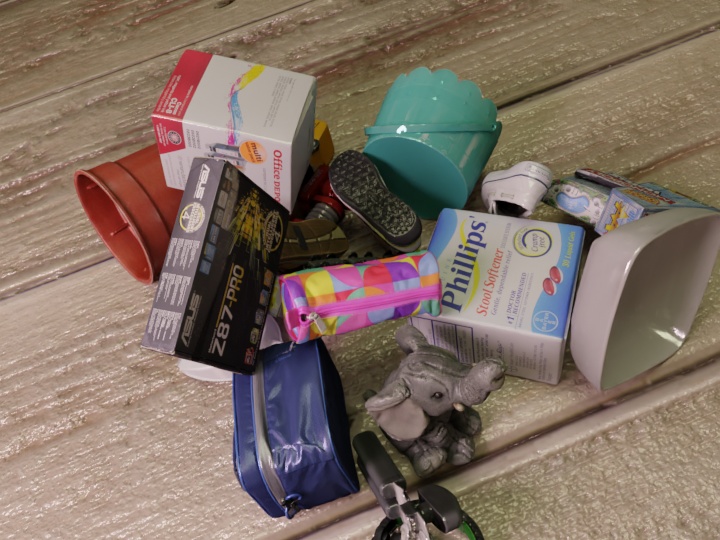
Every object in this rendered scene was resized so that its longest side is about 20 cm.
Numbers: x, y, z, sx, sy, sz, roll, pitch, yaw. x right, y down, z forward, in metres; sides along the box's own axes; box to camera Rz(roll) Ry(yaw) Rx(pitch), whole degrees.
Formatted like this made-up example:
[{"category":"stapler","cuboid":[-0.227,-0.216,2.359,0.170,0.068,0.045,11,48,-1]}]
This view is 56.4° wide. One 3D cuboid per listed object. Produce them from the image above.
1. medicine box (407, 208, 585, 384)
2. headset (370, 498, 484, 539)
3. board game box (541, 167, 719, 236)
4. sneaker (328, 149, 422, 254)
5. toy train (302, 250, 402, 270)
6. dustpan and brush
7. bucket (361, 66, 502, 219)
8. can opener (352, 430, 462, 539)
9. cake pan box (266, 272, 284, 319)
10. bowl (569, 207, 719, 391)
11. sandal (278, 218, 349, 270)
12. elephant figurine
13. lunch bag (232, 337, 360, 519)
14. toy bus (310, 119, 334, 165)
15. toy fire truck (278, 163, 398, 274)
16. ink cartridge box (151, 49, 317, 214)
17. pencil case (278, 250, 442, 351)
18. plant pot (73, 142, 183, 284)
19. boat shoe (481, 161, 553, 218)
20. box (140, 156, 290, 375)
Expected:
[{"category":"medicine box","cuboid":[0.181,0.028,0.890,0.196,0.104,0.184,10,54,19]},{"category":"headset","cuboid":[0.049,0.335,0.707,0.122,0.095,0.199,27,46,35]},{"category":"board game box","cuboid":[0.353,-0.086,0.903,0.199,0.063,0.198,32,27,32]},{"category":"sneaker","cuboid":[0.022,-0.089,0.981,0.071,0.083,0.201,-36,62,-3]},{"category":"toy train","cuboid":[0.000,0.000,0.938,0.197,0.047,0.034,-4,26,-40]},{"category":"dustpan and brush","cuboid":[-0.142,0.102,0.948,0.196,0.058,0.141,1,52,23]},{"category":"bucket","cuboid":[0.102,-0.188,1.029,0.204,0.209,0.136,13,59,22]},{"category":"can opener","cuboid":[0.045,0.240,0.735,0.065,0.054,0.200,-18,20,-18]},{"category":"cake pan box","cuboid":[-0.126,0.025,0.918,0.182,0.199,0.053,22,89,28]},{"category":"bowl","cuboid":[0.322,0.022,0.783,0.197,0.203,0.074,-17,35,-33]},{"category":"sandal","cuboid":[-0.106,-0.034,0.916,0.197,0.054,0.081,0,57,-37]},{"category":"elephant figurine","cuboid":[0.075,0.131,0.766,0.152,0.202,0.143,-17,49,-2]},{"category":"lunch bag","cuboid":[-0.085,0.191,0.796,0.130,0.137,0.202,-16,48,5]},{"category":"toy bus","cuboid":[-0.118,-0.172,1.150,0.077,0.066,0.201,19,58,27]},{"category":"toy fire truck","cuboid":[-0.048,-0.065,1.025,0.197,0.130,0.177,12,54,34]},{"category":"ink cartridge box","cuboid":[-0.172,-0.198,0.968,0.196,0.146,0.147,12,55,2]},{"category":"pencil case","cuboid":[0.000,0.031,0.779,0.196,0.089,0.089,-12,47,-18]},{"category":"plant pot","cuboid":[-0.316,-0.116,1.081,0.199,0.203,0.194,32,55,32]},{"category":"boat shoe","cuboid":[0.206,-0.100,0.953,0.073,0.200,0.068,26,83,0]},{"category":"box","cuboid":[-0.149,0.002,0.733,0.048,0.161,0.204,7,77,24]}]
